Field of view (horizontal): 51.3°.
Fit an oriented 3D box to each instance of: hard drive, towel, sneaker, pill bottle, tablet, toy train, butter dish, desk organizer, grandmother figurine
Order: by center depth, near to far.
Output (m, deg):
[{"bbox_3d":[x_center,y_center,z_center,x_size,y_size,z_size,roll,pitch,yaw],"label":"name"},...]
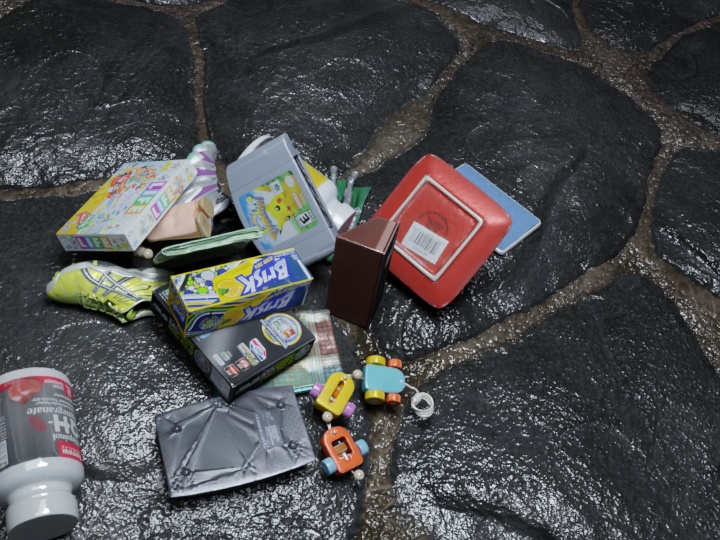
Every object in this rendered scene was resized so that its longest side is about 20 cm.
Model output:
[{"bbox_3d":[-0.415,0.234,0.954,0.111,0.111,0.200,-11,56,-19],"label":"pill bottle"},{"bbox_3d":[-0.175,0.240,1.043,0.200,0.042,0.135,-10,55,-20],"label":"hard drive"},{"bbox_3d":[0.003,0.213,1.098,0.200,0.056,0.150,-27,73,-31],"label":"toy train"},{"bbox_3d":[-0.376,0.036,1.141,0.200,0.075,0.077,0,52,-10],"label":"sneaker"},{"bbox_3d":[-0.132,0.127,1.150,0.200,0.022,0.147,-5,56,-15],"label":"towel"},{"bbox_3d":[-0.242,-0.030,1.157,0.152,0.200,0.023,-14,90,-22],"label":"towel"},{"bbox_3d":[0.000,0.000,1.167,0.077,0.200,0.072,20,52,7],"label":"desk organizer"},{"bbox_3d":[-0.338,-0.065,1.203,0.200,0.061,0.121,-9,43,13],"label":"grandmother figurine"},{"bbox_3d":[-0.110,-0.125,1.244,0.200,0.112,0.112,37,54,5],"label":"pill bottle"},{"bbox_3d":[0.137,-0.060,1.287,0.200,0.148,0.200,41,96,18],"label":"butter dish"},{"bbox_3d":[-0.250,-0.130,1.303,0.140,0.078,0.200,18,60,1],"label":"sneaker"},{"bbox_3d":[0.232,-0.120,1.429,0.130,0.014,0.200,-34,65,-31],"label":"tablet"}]

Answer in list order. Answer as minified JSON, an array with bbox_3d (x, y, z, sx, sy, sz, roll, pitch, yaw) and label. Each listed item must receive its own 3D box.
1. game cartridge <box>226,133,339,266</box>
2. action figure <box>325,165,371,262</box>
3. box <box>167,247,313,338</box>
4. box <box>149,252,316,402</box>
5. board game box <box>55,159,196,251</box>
[{"bbox_3d":[-0.125,-0.096,1.178,0.200,0.133,0.040,62,26,-6],"label":"game cartridge"},{"bbox_3d":[-0.042,-0.096,1.331,0.118,0.055,0.200,11,55,-7],"label":"action figure"},{"bbox_3d":[-0.174,0.030,1.095,0.200,0.064,0.070,-15,56,-31],"label":"box"},{"bbox_3d":[-0.191,0.078,1.120,0.160,0.044,0.200,-28,64,-38],"label":"box"},{"bbox_3d":[-0.366,-0.106,1.187,0.134,0.034,0.200,1,40,23],"label":"board game box"}]
